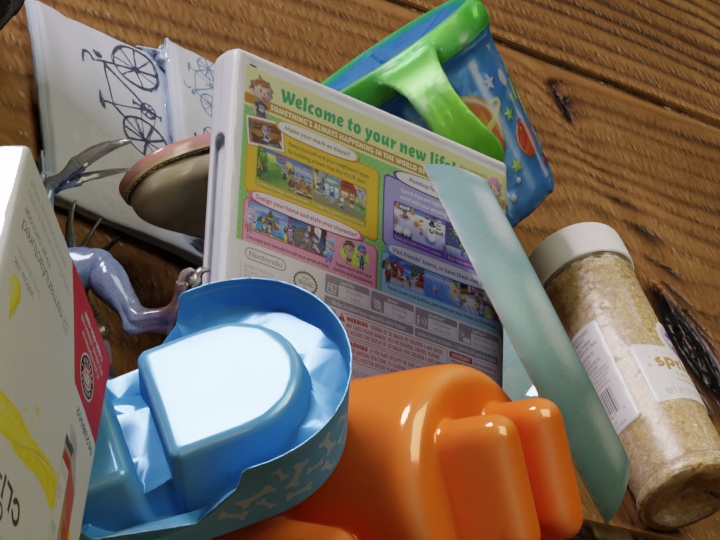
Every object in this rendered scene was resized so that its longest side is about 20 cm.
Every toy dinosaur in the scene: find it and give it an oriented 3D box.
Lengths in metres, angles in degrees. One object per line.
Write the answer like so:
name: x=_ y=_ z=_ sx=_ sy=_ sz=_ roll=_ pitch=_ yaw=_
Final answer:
toy dinosaur: x=-0.162 y=-0.010 z=1.212 sx=0.181 sy=0.105 sz=0.200 roll=27 pitch=38 yaw=16

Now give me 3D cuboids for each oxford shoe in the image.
oxford shoe: x=-0.034 y=-0.027 z=1.321 sx=0.199 sy=0.071 sz=0.074 roll=4 pitch=54 yaw=-33

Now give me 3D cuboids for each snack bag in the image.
snack bag: x=-0.106 y=-0.072 z=1.427 sx=0.199 sy=0.021 sz=0.189 roll=24 pitch=34 yaw=-30

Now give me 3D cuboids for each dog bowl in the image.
dog bowl: x=-0.096 y=0.076 z=1.089 sx=0.050 sy=0.199 sz=0.112 roll=76 pitch=-8 yaw=-46

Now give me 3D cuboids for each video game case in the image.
video game case: x=0.000 y=0.000 z=1.287 sx=0.199 sy=0.022 sz=0.183 roll=20 pitch=62 yaw=-38

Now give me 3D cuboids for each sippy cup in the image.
sippy cup: x=0.048 y=-0.080 z=1.515 sx=0.131 sy=0.139 sz=0.178 roll=57 pitch=31 yaw=-10

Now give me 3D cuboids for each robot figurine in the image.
robot figurine: x=0.004 y=0.107 z=1.158 sx=0.117 sy=0.199 sz=0.144 roll=51 pitch=45 yaw=-31

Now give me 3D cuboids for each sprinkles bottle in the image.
sprinkles bottle: x=0.166 y=0.063 z=1.528 sx=0.068 sy=0.068 sz=0.201 roll=15 pitch=39 yaw=-39

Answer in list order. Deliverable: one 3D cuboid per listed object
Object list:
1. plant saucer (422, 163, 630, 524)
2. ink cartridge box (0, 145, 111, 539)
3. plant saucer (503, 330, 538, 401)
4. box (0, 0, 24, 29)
plant saucer: x=0.087 y=0.031 z=1.236 sx=0.201 sy=0.027 sz=0.200 roll=63 pitch=3 yaw=-6
ink cartridge box: x=-0.165 y=0.073 z=0.976 sx=0.083 sy=0.146 sz=0.201 roll=-3 pitch=49 yaw=10
plant saucer: x=0.021 y=0.050 z=1.374 sx=0.200 sy=0.039 sz=0.202 roll=20 pitch=44 yaw=-21
box: x=-0.255 y=-0.206 z=1.258 sx=0.199 sy=0.124 sz=0.198 roll=28 pitch=15 yaw=-5
